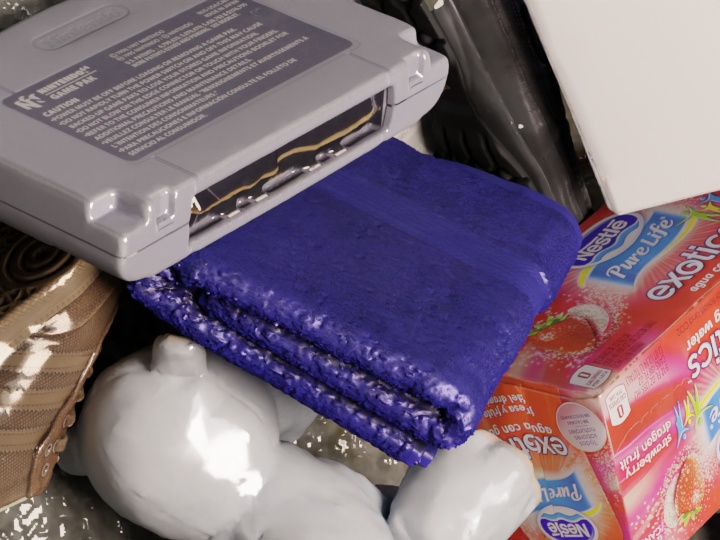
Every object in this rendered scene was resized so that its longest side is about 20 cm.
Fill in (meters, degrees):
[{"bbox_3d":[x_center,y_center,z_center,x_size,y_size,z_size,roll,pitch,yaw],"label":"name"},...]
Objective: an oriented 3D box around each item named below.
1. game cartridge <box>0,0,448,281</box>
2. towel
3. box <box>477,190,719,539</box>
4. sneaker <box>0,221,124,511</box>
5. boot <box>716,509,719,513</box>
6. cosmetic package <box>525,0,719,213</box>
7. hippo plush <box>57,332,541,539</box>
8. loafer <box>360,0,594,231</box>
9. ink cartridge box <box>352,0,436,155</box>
[{"bbox_3d":[-0.076,-0.065,1.121,0.200,0.133,0.041,-31,141,-44],"label":"game cartridge"},{"bbox_3d":[0.000,0.000,1.152,0.148,0.050,0.200,26,26,5],"label":"towel"},{"bbox_3d":[0.134,0.033,1.265,0.200,0.095,0.100,-39,126,-36],"label":"box"},{"bbox_3d":[-0.141,0.045,1.108,0.200,0.070,0.076,-51,134,-26],"label":"sneaker"},{"bbox_3d":[0.239,0.118,1.365,0.068,0.131,0.200,-72,141,-69],"label":"boot"},{"bbox_3d":[0.141,-0.169,1.251,0.199,0.123,0.200,-73,144,-52],"label":"cosmetic package"},{"bbox_3d":[-0.048,0.104,1.148,0.161,0.159,0.200,42,40,5],"label":"hippo plush"},{"bbox_3d":[0.061,-0.087,1.264,0.070,0.068,0.201,-46,129,-22],"label":"loafer"},{"bbox_3d":[0.010,-0.159,1.275,0.163,0.057,0.200,-48,137,-33],"label":"ink cartridge box"}]
